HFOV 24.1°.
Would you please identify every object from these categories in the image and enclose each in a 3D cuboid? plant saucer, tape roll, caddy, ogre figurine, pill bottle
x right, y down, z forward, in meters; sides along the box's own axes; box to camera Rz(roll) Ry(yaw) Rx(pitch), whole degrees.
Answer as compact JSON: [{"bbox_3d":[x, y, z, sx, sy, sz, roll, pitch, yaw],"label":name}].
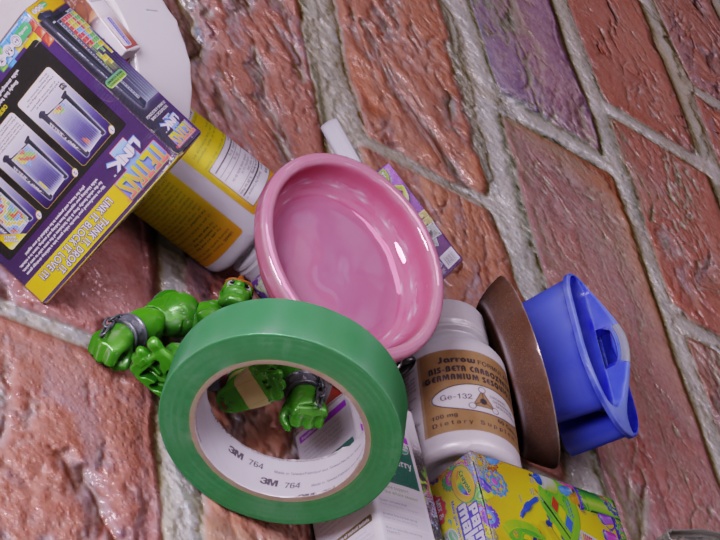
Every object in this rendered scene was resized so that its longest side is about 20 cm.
[{"bbox_3d":[0.154,0.107,1.702,0.200,0.034,0.202,164,-90,-84],"label":"plant saucer"},{"bbox_3d":[-0.241,-0.159,1.451,0.071,0.202,0.203,-8,61,-54],"label":"tape roll"},{"bbox_3d":[-0.017,-0.005,1.493,0.199,0.051,0.202,21,53,-31],"label":"plant saucer"},{"bbox_3d":[-0.062,0.116,1.362,0.200,0.200,0.048,36,33,-17],"label":"tape roll"},{"bbox_3d":[0.240,0.098,1.808,0.141,0.104,0.201,48,23,-42],"label":"caddy"},{"bbox_3d":[-0.123,0.068,1.442,0.198,0.099,0.120,-1,29,6],"label":"ogre figurine"},{"bbox_3d":[0.088,0.129,1.616,0.114,0.114,0.201,28,36,-28],"label":"pill bottle"},{"bbox_3d":[-0.149,-0.075,1.559,0.199,0.109,0.110,38,32,-15],"label":"pill bottle"}]

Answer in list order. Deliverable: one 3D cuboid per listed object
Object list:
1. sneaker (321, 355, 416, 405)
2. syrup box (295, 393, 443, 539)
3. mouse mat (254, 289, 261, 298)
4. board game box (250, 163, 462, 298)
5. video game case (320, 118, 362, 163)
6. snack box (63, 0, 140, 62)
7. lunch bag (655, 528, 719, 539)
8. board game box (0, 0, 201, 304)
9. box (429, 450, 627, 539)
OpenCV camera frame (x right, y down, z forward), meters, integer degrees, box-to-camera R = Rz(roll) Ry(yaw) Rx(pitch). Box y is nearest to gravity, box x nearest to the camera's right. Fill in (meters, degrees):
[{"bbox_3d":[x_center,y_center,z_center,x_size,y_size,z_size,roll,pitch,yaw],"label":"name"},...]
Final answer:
[{"bbox_3d":[0.015,0.072,1.607,0.081,0.077,0.201,14,47,2],"label":"sneaker"},{"bbox_3d":[0.011,0.211,1.461,0.078,0.081,0.201,22,40,-36],"label":"syrup box"},{"bbox_3d":[-0.047,-0.015,1.716,0.199,0.008,0.162,18,42,-41],"label":"mouse mat"},{"bbox_3d":[0.000,0.000,1.562,0.200,0.032,0.120,-42,100,-38],"label":"board game box"},{"bbox_3d":[0.029,-0.039,1.736,0.201,0.023,0.182,62,2,23],"label":"video game case"},{"bbox_3d":[-0.266,-0.145,1.405,0.072,0.200,0.024,50,29,7],"label":"snack box"},{"bbox_3d":[0.322,0.338,1.619,0.199,0.164,0.118,9,42,-45],"label":"lunch bag"},{"bbox_3d":[-0.253,-0.097,1.368,0.165,0.200,0.057,43,30,-8],"label":"board game box"},{"bbox_3d":[0.148,0.294,1.495,0.192,0.122,0.201,23,39,-35],"label":"box"}]
